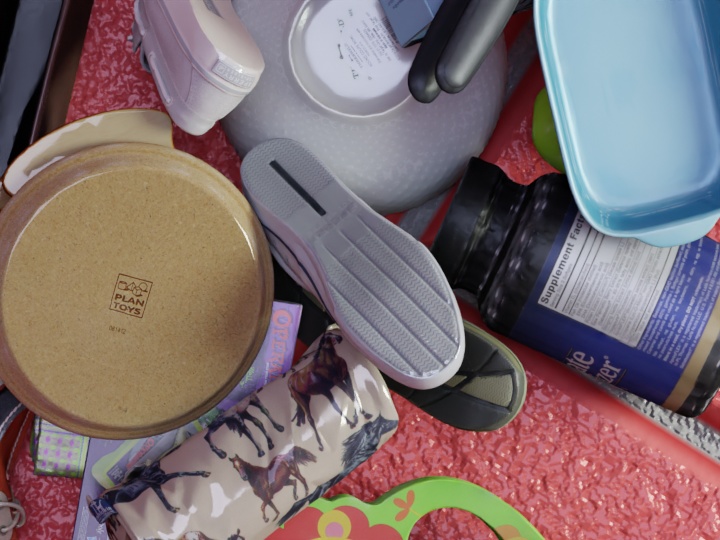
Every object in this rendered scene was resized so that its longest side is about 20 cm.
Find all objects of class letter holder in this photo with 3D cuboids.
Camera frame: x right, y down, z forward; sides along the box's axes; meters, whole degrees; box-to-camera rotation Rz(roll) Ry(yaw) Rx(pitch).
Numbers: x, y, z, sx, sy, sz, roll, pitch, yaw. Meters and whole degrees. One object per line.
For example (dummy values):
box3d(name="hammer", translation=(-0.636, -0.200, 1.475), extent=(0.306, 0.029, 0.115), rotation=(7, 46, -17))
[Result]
box3d(name="letter holder", translation=(-0.245, -0.105, 1.444), extent=(0.101, 0.142, 0.200), rotation=(12, 84, 1))

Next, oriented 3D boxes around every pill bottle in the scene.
box3d(name="pill bottle", translation=(0.145, 0.006, 1.455), extent=(0.200, 0.112, 0.112), rotation=(24, 85, 2))

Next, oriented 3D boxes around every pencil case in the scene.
box3d(name="pencil case", translation=(-0.069, 0.116, 1.404), extent=(0.200, 0.078, 0.089), rotation=(-36, 69, -14))

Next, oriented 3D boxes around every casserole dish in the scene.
box3d(name="casserole dish", translation=(0.170, -0.114, 1.395), extent=(0.121, 0.039, 0.200), rotation=(-14, 99, -6))

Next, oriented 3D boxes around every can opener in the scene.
box3d(name="can opener", translation=(0.085, -0.179, 1.384), extent=(0.079, 0.063, 0.200), rotation=(39, 55, -13))

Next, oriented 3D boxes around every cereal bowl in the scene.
box3d(name="cereal bowl", translation=(-0.002, -0.137, 1.481), extent=(0.200, 0.083, 0.200), rotation=(0, 84, 0))

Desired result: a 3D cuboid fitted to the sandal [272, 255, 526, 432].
box3d(name="sandal", translation=(0.023, 0.037, 1.475), extent=(0.201, 0.057, 0.080), rotation=(38, 107, 18))

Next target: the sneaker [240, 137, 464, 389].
box3d(name="sneaker", translation=(0.000, 0.000, 1.412), extent=(0.073, 0.071, 0.200), rotation=(-33, 62, -8))

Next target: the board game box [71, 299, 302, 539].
box3d(name="board game box", translation=(-0.112, 0.109, 1.462), extent=(0.120, 0.032, 0.200), rotation=(11, 91, 2))

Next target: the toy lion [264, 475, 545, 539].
box3d(name="toy lion", translation=(0.012, 0.208, 1.446), extent=(0.192, 0.069, 0.200), rotation=(43, 85, -4))

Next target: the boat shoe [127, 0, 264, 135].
box3d(name="boat shoe", translation=(-0.116, -0.153, 1.449), extent=(0.072, 0.200, 0.069), rotation=(25, 112, -39))

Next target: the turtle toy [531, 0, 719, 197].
box3d(name="turtle toy", translation=(0.205, -0.119, 1.470), extent=(0.200, 0.101, 0.146), rotation=(-23, 98, -4))

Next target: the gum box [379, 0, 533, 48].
box3d(name="gum box", translation=(0.057, -0.257, 1.466), extent=(0.170, 0.045, 0.200), rotation=(-19, 80, -36))

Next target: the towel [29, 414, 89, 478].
box3d(name="towel", translation=(-0.137, 0.039, 1.493), extent=(0.144, 0.023, 0.200), rotation=(5, 85, -1))

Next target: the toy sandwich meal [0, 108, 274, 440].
box3d(name="toy sandwich meal", translation=(-0.151, 0.004, 1.413), extent=(0.205, 0.070, 0.205), rotation=(-3, 101, -16))

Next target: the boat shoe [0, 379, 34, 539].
box3d(name="boat shoe", translation=(-0.246, 0.167, 1.452), extent=(0.063, 0.071, 0.200), rotation=(24, 91, 17))
